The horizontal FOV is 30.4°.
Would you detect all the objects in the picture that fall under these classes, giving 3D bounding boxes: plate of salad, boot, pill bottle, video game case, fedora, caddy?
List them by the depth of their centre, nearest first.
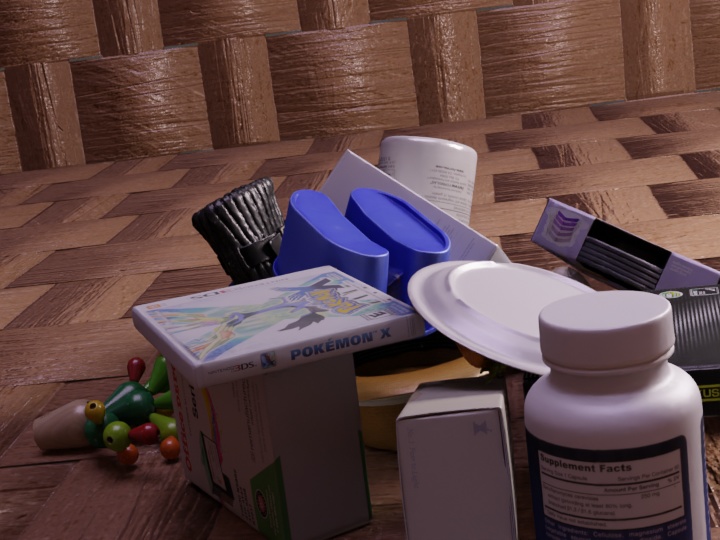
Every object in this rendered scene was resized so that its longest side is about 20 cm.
[{"bbox_3d":[0.160,0.120,0.827,0.109,0.203,0.111,-6,13,2],"label":"pill bottle"},{"bbox_3d":[0.129,0.044,1.004,0.197,0.049,0.200,12,21,-4],"label":"plate of salad"},{"bbox_3d":[-0.070,0.039,1.040,0.180,0.022,0.200,-12,15,-20],"label":"video game case"},{"bbox_3d":[0.046,0.108,1.191,0.198,0.083,0.201,-9,14,2],"label":"fedora"},{"bbox_3d":[0.000,0.000,1.250,0.140,0.106,0.200,-4,26,-27],"label":"caddy"},{"bbox_3d":[-0.079,-0.022,1.383,0.079,0.159,0.211,-30,-1,23],"label":"boot"},{"bbox_3d":[0.066,-0.044,1.512,0.113,0.203,0.114,8,-3,0],"label":"pill bottle"}]

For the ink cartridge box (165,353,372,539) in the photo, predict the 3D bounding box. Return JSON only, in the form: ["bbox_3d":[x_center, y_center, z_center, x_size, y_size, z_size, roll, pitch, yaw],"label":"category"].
[{"bbox_3d":[-0.081,0.119,1.077,0.083,0.147,0.199,-14,16,-28],"label":"ink cartridge box"}]

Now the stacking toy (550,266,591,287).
[{"bbox_3d":[0.142,0.064,1.345,0.198,0.086,0.085,-19,17,-22],"label":"stacking toy"}]

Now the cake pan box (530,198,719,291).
[{"bbox_3d":[0.275,0.001,1.283,0.183,0.053,0.200,25,1,24],"label":"cake pan box"}]

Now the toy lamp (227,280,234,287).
[{"bbox_3d":[-0.127,0.048,1.402,0.057,0.059,0.200,-5,16,8],"label":"toy lamp"}]

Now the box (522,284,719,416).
[{"bbox_3d":[0.233,0.064,1.073,0.190,0.048,0.200,-3,17,13],"label":"box"}]

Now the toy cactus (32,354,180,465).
[{"bbox_3d":[-0.236,0.130,1.265,0.163,0.103,0.200,-16,21,8],"label":"toy cactus"}]

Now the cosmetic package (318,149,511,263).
[{"bbox_3d":[0.053,-0.032,1.394,0.199,0.085,0.108,35,0,20],"label":"cosmetic package"}]

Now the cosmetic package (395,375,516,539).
[{"bbox_3d":[0.072,0.136,0.935,0.072,0.105,0.200,-6,0,8],"label":"cosmetic package"}]
